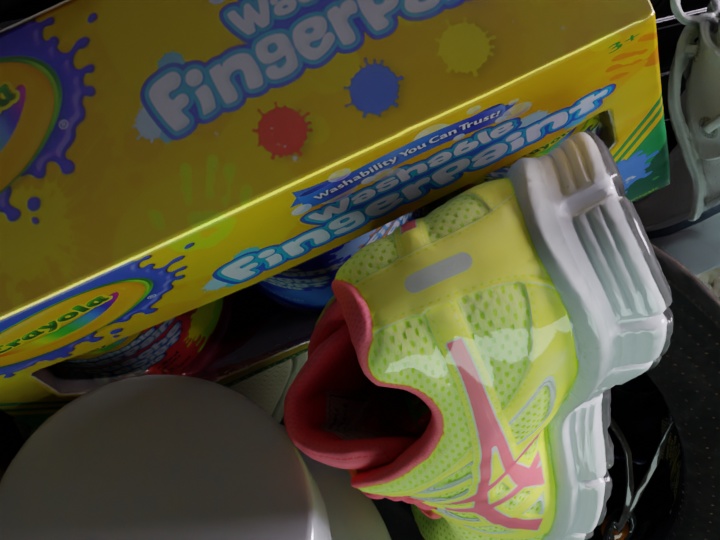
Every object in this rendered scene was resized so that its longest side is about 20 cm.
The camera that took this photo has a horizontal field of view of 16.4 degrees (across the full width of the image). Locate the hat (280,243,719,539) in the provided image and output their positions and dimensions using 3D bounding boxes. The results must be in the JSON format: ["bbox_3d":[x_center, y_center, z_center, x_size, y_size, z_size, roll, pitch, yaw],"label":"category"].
[{"bbox_3d":[0.058,0.038,0.824,0.200,0.201,0.081,-36,-167,39],"label":"hat"}]

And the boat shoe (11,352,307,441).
[{"bbox_3d":[-0.084,0.066,0.835,0.074,0.069,0.200,-11,144,-46],"label":"boat shoe"}]

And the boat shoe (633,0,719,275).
[{"bbox_3d":[0.130,-0.063,0.784,0.074,0.086,0.202,-35,180,-32],"label":"boat shoe"}]

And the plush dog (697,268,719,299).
[{"bbox_3d":[0.047,0.055,0.978,0.170,0.162,0.200,3,160,-8],"label":"plush dog"}]

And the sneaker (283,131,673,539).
[{"bbox_3d":[0.020,0.032,0.675,0.090,0.079,0.200,-20,155,-13],"label":"sneaker"}]

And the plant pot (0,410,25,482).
[{"bbox_3d":[-0.190,0.097,0.711,0.186,0.187,0.200,-36,174,40],"label":"plant pot"}]

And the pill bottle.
[{"bbox_3d":[-0.042,0.110,0.740,0.119,0.120,0.200,-23,154,-2],"label":"pill bottle"}]

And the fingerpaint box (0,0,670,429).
[{"bbox_3d":[-0.020,-0.031,0.675,0.199,0.074,0.167,-25,165,2],"label":"fingerpaint box"}]
